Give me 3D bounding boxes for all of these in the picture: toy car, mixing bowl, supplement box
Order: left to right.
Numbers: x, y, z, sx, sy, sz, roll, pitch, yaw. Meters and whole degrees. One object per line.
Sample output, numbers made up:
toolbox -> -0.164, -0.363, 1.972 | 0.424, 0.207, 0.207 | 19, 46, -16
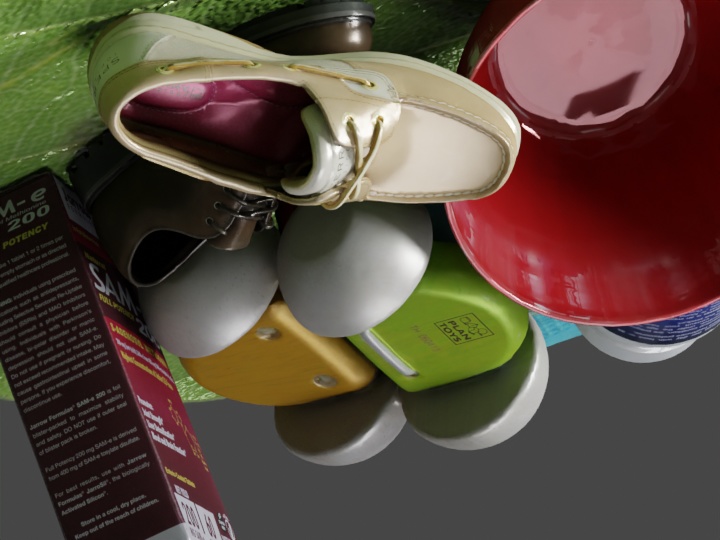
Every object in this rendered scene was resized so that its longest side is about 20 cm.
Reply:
supplement box -> -0.128, 0.063, 1.397 | 0.061, 0.201, 0.109 | -25, 162, 6
toy car -> 0.000, 0.000, 1.445 | 0.199, 0.151, 0.175 | -10, 143, 35
mixing bowl -> 0.125, -0.085, 1.367 | 0.199, 0.109, 0.201 | -6, 123, -9

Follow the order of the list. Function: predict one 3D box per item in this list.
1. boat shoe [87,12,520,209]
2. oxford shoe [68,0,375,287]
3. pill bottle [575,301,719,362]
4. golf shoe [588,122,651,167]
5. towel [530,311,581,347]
boat shoe -> -0.023, -0.058, 1.257 | 0.199, 0.069, 0.074 | 9, 119, -11
oxford shoe -> -0.053, -0.057, 1.339 | 0.072, 0.085, 0.200 | -2, 151, -44
pill bottle -> 0.178, -0.022, 1.663 | 0.115, 0.116, 0.200 | -19, 161, -11
golf shoe -> 0.192, -0.072, 1.518 | 0.199, 0.089, 0.077 | 11, 140, -32
towel -> 0.075, 0.039, 1.869 | 0.146, 0.022, 0.200 | -26, 162, 7
